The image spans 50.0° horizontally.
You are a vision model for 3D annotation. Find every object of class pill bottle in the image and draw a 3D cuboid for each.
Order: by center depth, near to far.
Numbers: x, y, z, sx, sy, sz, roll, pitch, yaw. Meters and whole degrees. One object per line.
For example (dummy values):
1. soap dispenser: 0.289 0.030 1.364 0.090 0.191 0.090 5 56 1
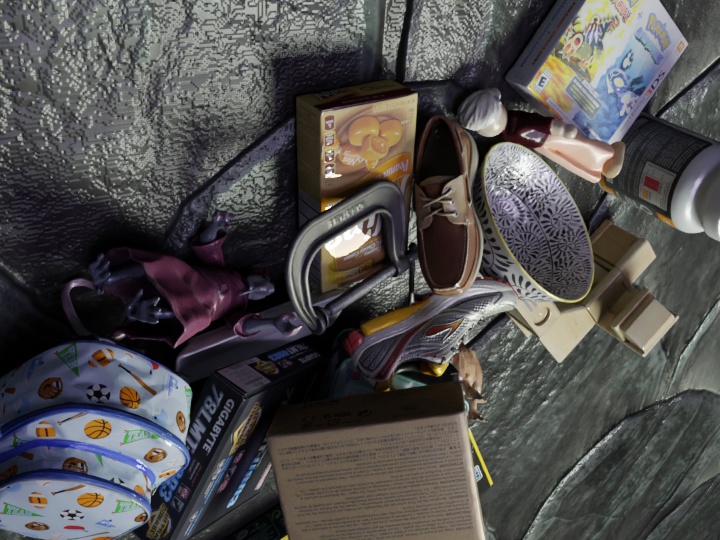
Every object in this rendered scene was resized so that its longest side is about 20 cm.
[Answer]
1. pill bottle: 0.402 -0.118 0.975 0.115 0.200 0.118 -16 125 -24

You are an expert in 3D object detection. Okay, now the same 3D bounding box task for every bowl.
1. bowl: 0.178 -0.041 0.912 0.199 0.203 0.094 16 147 -40

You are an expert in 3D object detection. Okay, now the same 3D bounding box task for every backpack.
1. backpack: -0.249 0.151 0.693 0.190 0.155 0.199 -37 138 23
2. backpack: 0.019 0.196 0.902 0.174 0.154 0.201 20 116 -11

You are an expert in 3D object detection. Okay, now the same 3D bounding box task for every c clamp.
1. c clamp: 0.000 0.000 0.786 0.199 0.027 0.173 -27 129 -40

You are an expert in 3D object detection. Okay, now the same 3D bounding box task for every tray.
1. tray: -0.109 0.067 0.829 0.198 0.022 0.108 -21 164 -23

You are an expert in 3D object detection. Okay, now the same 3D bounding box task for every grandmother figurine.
1. grandmother figurine: 0.202 -0.154 0.875 0.198 0.121 0.061 16 82 -17

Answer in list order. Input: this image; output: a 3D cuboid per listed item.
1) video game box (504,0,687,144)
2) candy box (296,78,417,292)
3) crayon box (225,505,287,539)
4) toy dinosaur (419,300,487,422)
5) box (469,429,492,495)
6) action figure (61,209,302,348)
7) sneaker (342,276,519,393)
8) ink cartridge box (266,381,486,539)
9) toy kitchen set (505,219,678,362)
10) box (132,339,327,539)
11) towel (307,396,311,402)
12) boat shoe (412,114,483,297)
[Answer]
1. video game box: 0.286 -0.250 0.919 0.199 0.047 0.183 27 98 -42
2. candy box: -0.005 -0.087 0.807 0.114 0.055 0.202 -17 125 -28
3. crayon box: -0.110 0.414 1.047 0.126 0.051 0.202 -28 129 -18
4. toy dinosaur: 0.128 0.122 1.021 0.085 0.137 0.200 -3 155 13
5. box: 0.090 0.323 1.133 0.199 0.049 0.160 -36 133 -12
6. action figure: -0.155 0.031 0.744 0.148 0.135 0.199 -32 166 27
7. sneaker: 0.084 0.071 0.837 0.198 0.083 0.078 -24 162 -10
8. ink cartridge box: 0.019 0.213 0.784 0.197 0.075 0.167 -8 106 6
9. toy kitchen set: 0.301 0.014 1.010 0.200 0.163 0.180 -47 133 -1
10. box: -0.132 0.182 0.830 0.201 0.049 0.198 -62 162 13
11. towel: 0.021 0.196 1.023 0.144 0.024 0.201 -35 131 -13
12. boat shoe: 0.084 -0.071 0.809 0.075 0.202 0.072 -11 155 23
